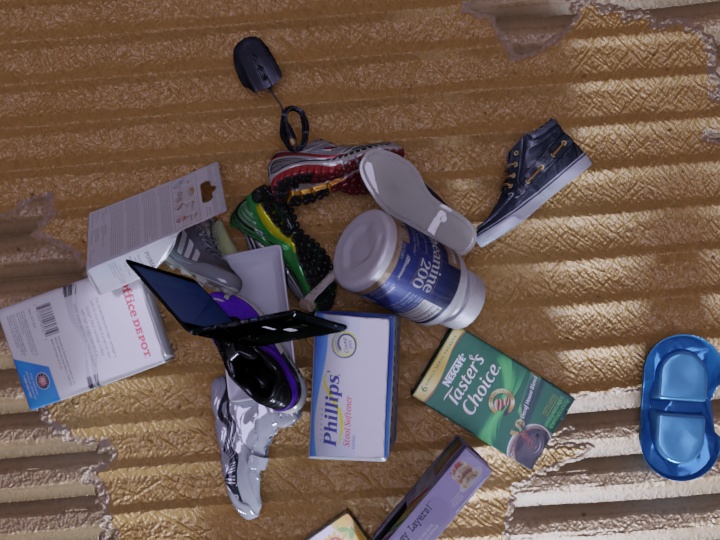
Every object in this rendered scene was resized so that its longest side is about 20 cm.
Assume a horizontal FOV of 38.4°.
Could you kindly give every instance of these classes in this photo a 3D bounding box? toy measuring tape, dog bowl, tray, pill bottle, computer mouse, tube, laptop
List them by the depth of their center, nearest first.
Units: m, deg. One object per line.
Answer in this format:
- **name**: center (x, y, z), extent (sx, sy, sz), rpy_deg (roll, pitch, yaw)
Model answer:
- **laptop**: center (-0.141, 0.031, 1.216), extent (0.199, 0.177, 0.104), rpy_deg (-11, 79, 17)
- **pill bottle**: center (0.070, 0.007, 1.367), extent (0.199, 0.111, 0.111), rpy_deg (26, 88, -35)
- **tray**: center (-0.140, 0.072, 1.403), extent (0.107, 0.022, 0.201), rpy_deg (-10, 82, 20)
- **toy measuring tape**: center (0.000, 0.000, 1.426), extent (0.074, 0.074, 0.200), rpy_deg (43, 70, 1)
- **computer mouse**: center (-0.124, -0.249, 1.433), extent (0.058, 0.034, 0.201), rpy_deg (-29, 68, -5)
- **dog bowl**: center (0.442, 0.189, 1.440), extent (0.111, 0.050, 0.201), rpy_deg (3, 88, 0)
- **tube**: center (-0.169, 0.030, 1.451), extent (0.058, 0.052, 0.200), rpy_deg (-32, 81, -33)

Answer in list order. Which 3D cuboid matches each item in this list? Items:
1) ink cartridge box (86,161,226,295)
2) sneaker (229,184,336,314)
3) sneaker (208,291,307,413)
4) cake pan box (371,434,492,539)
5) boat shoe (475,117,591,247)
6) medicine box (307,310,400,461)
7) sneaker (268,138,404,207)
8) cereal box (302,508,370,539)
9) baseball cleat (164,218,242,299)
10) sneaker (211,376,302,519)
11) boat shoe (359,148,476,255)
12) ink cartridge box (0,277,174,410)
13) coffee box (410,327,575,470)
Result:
- **ink cartridge box**: center (-0.272, -0.060, 1.399), extent (0.199, 0.163, 0.057), rpy_deg (-19, 123, -2)
- **sneaker**: center (-0.105, -0.020, 1.448), extent (0.085, 0.078, 0.201), rpy_deg (-31, 95, 32)
- **sneaker**: center (-0.151, 0.099, 1.338), extent (0.070, 0.099, 0.200), rpy_deg (-47, 70, 11)
- **cake pan box**: center (0.089, 0.315, 1.372), extent (0.052, 0.184, 0.200), rpy_deg (40, 90, 6)
- **boat shoe**: center (0.221, -0.123, 1.445), extent (0.200, 0.071, 0.091), rpy_deg (-39, 87, -8)
- **medicine box**: center (-0.004, 0.146, 1.367), extent (0.102, 0.200, 0.183), rpy_deg (2, 89, 5)
- **sneaker**: center (-0.034, -0.153, 1.437), extent (0.199, 0.078, 0.082), rpy_deg (-9, 50, -16)
- **cereal box**: center (-0.058, 0.449, 1.440), extent (0.199, 0.040, 0.144), rpy_deg (-34, 88, 0)
- **baseball cleat**: center (-0.217, -0.036, 1.399), extent (0.199, 0.070, 0.107), rpy_deg (23, 83, 40)
- **sneaker**: center (-0.135, 0.237, 1.429), extent (0.114, 0.075, 0.201), rpy_deg (-12, 85, 3)
- **boat shoe**: center (0.073, -0.094, 1.420), extent (0.200, 0.060, 0.074), rpy_deg (35, 87, -17)
- **ink cartridge box**: center (-0.375, 0.089, 1.431), extent (0.199, 0.084, 0.147), rpy_deg (-19, 88, -1)
- **coffee box**: center (0.183, 0.176, 1.444), extent (0.199, 0.044, 0.123), rpy_deg (33, 89, 1)
